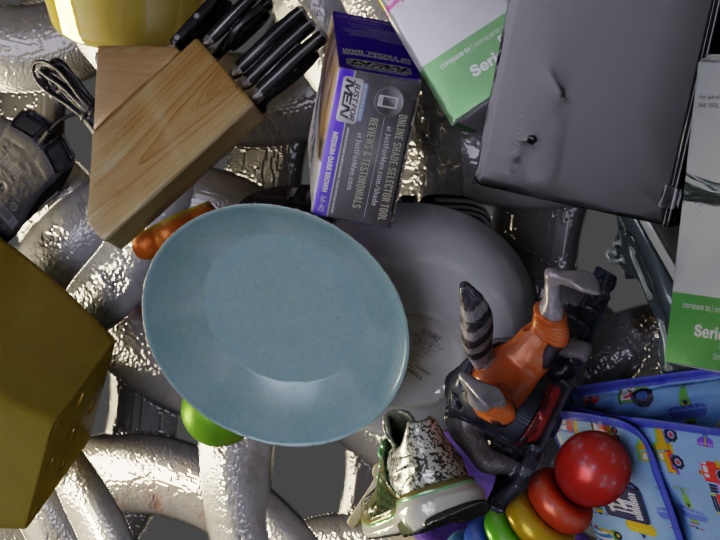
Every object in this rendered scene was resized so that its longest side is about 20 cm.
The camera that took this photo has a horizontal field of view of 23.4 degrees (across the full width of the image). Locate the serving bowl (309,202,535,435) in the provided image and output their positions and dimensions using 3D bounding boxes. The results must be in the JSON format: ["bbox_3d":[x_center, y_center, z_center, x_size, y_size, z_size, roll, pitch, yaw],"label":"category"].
[{"bbox_3d":[0.037,0.050,1.317,0.199,0.066,0.201,0,121,-1],"label":"serving bowl"}]

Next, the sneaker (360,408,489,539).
[{"bbox_3d":[0.040,0.142,1.254,0.200,0.077,0.089,144,113,-73],"label":"sneaker"}]

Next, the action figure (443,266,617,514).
[{"bbox_3d":[0.109,0.055,1.217,0.104,0.200,0.194,26,156,5],"label":"action figure"}]

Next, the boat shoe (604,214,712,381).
[{"bbox_3d":[0.207,-0.009,1.261,0.062,0.073,0.200,-28,92,29],"label":"boat shoe"}]

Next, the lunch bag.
[{"bbox_3d":[0.232,0.151,1.265,0.199,0.094,0.151,-5,119,42],"label":"lunch bag"}]

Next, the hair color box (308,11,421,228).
[{"bbox_3d":[-0.001,-0.116,1.282,0.065,0.200,0.110,9,108,-7],"label":"hair color box"}]

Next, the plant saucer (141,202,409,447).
[{"bbox_3d":[-0.058,0.034,1.263,0.200,0.039,0.202,6,120,11],"label":"plant saucer"}]

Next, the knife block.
[{"bbox_3d":[-0.113,-0.116,1.321,0.175,0.064,0.201,2,84,5],"label":"knife block"}]

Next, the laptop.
[{"bbox_3d":[0.201,-0.137,1.182,0.116,0.200,0.188,26,114,40],"label":"laptop"}]

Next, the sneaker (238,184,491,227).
[{"bbox_3d":[0.000,0.000,1.357,0.199,0.076,0.116,5,113,6],"label":"sneaker"}]

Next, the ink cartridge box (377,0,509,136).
[{"bbox_3d":[0.061,-0.204,1.250,0.087,0.145,0.200,-34,82,12],"label":"ink cartridge box"}]

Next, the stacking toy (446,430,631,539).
[{"bbox_3d":[0.122,0.192,1.254,0.085,0.085,0.200,49,116,12],"label":"stacking toy"}]

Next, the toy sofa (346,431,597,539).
[{"bbox_3d":[0.097,0.213,1.365,0.200,0.083,0.098,40,118,17],"label":"toy sofa"}]

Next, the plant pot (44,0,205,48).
[{"bbox_3d":[-0.185,-0.285,1.368,0.200,0.201,0.190,18,125,26],"label":"plant pot"}]

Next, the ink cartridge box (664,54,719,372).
[{"bbox_3d":[0.284,-0.032,1.125,0.083,0.146,0.201,9,94,55],"label":"ink cartridge box"}]

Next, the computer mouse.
[{"bbox_3d":[-0.269,-0.081,1.541,0.140,0.046,0.200,41,117,5],"label":"computer mouse"}]

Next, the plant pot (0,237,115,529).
[{"bbox_3d":[-0.329,0.107,1.519,0.176,0.200,0.200,24,126,4],"label":"plant pot"}]

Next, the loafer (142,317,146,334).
[{"bbox_3d":[-0.081,0.022,1.438,0.199,0.068,0.076,-7,99,15],"label":"loafer"}]

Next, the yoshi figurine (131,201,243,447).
[{"bbox_3d":[-0.121,0.055,1.367,0.112,0.112,0.201,-24,96,25],"label":"yoshi figurine"}]
